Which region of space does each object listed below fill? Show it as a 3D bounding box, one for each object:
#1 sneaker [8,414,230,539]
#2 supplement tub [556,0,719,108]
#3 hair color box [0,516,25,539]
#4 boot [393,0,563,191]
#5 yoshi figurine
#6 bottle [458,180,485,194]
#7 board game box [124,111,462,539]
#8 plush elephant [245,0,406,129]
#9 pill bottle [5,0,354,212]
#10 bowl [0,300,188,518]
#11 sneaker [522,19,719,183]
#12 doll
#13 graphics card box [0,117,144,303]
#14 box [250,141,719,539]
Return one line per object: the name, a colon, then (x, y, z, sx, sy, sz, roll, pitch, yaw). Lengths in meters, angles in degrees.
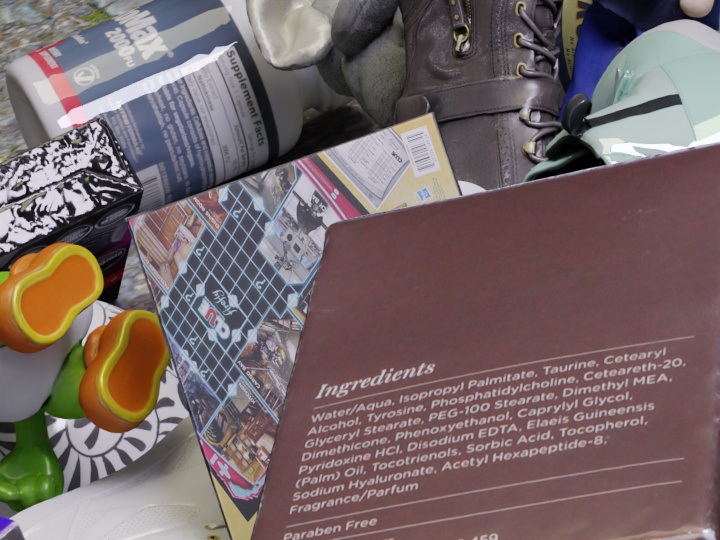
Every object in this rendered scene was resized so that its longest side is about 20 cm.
sneaker: (-0.054, 0.116, 1.226, 0.200, 0.074, 0.116, -30, 35, -25)
supplement tub: (0.204, -0.127, 1.459, 0.145, 0.145, 0.200, -34, 25, -31)
hair color box: (-0.200, 0.149, 1.201, 0.065, 0.109, 0.200, -35, 26, -32)
boot: (0.085, -0.110, 1.358, 0.200, 0.174, 0.069, -16, -17, 42)
yoshi figurine: (-0.185, 0.055, 1.263, 0.112, 0.113, 0.200, -1, -9, -44)
bottle: (0.017, 0.024, 1.266, 0.065, 0.084, 0.200, -49, 3, 35)
board game box: (0.000, 0.052, 1.151, 0.135, 0.200, 0.035, -18, -8, 3)
plush elephant: (0.032, -0.134, 1.586, 0.200, 0.165, 0.155, -51, 39, 13)
pill bottle: (-0.102, -0.110, 1.716, 0.200, 0.120, 0.120, -25, 22, -13)
bowl: (-0.173, 0.065, 1.398, 0.201, 0.094, 0.201, -17, 23, 7)
sneaker: (0.110, -0.058, 1.222, 0.118, 0.074, 0.200, -18, 9, -14)
doll: (0.137, -0.131, 1.385, 0.048, 0.200, 0.136, 16, 11, -24)
graphics card box: (-0.186, -0.005, 1.506, 0.125, 0.051, 0.200, -26, -13, -16)
box: (0.074, 0.090, 0.980, 0.164, 0.166, 0.200, -12, 38, 21)
